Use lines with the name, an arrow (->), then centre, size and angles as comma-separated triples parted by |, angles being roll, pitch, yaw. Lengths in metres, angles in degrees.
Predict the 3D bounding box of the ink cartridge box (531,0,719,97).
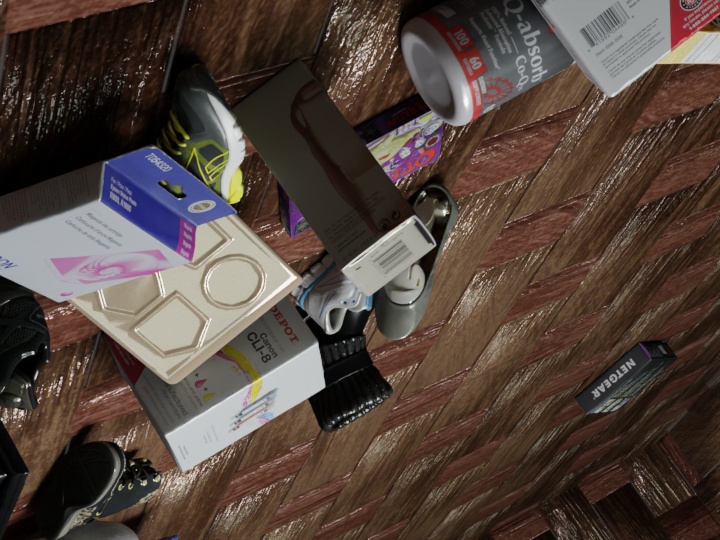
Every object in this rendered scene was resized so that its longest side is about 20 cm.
ink cartridge box -> 0.219, -0.284, 1.278 | 0.144, 0.200, 0.084 | -38, -158, 7

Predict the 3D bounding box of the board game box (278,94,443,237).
board game box -> 0.002, -0.117, 1.540 | 0.200, 0.032, 0.120 | -30, 162, -14

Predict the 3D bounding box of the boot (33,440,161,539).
boot -> -0.317, 0.264, 1.811 | 0.154, 0.074, 0.204 | -15, 155, -47

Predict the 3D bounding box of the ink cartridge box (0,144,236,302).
ink cartridge box -> -0.232, -0.035, 1.262 | 0.200, 0.043, 0.196 | -16, 161, 13

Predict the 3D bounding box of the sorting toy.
sorting toy -> -0.185, 0.009, 1.439 | 0.185, 0.036, 0.200 | -39, 129, 10

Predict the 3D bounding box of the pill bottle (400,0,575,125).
pill bottle -> 0.150, -0.236, 1.385 | 0.200, 0.116, 0.116 | -30, 158, -13

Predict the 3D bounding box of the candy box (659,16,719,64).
candy box -> 0.333, -0.285, 1.549 | 0.200, 0.116, 0.055 | -10, 149, -47

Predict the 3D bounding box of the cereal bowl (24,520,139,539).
cereal bowl -> -0.392, 0.384, 1.883 | 0.200, 0.083, 0.200 | -17, -178, 1

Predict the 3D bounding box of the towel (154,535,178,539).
towel -> -0.382, 0.430, 2.058 | 0.200, 0.024, 0.145 | -19, 178, -38

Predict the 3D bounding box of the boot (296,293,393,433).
boot -> 0.000, 0.090, 1.788 | 0.211, 0.158, 0.079 | -40, 158, 14

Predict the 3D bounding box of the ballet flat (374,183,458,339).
ballet flat -> 0.062, -0.016, 1.695 | 0.064, 0.067, 0.200 | 63, 45, -63

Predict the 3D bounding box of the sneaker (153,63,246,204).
sneaker -> -0.153, -0.106, 1.270 | 0.085, 0.075, 0.200 | -24, 154, -13

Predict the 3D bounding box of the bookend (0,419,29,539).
bookend -> -0.486, 0.263, 1.528 | 0.199, 0.092, 0.200 | -16, 151, -39

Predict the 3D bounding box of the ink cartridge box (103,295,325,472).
ink cartridge box -> -0.160, 0.102, 1.597 | 0.200, 0.145, 0.145 | -31, 158, -13

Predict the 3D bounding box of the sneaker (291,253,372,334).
sneaker -> 0.000, 0.000, 1.701 | 0.075, 0.087, 0.200 | -8, 145, -46

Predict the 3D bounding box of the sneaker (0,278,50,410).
sneaker -> -0.378, 0.102, 1.325 | 0.199, 0.114, 0.076 | -31, 157, -6

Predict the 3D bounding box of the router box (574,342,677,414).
router box -> 0.584, 0.237, 3.094 | 0.200, 0.051, 0.149 | -45, 155, 24

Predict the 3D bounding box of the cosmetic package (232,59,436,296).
cosmetic package -> -0.025, -0.087, 1.326 | 0.087, 0.200, 0.103 | -37, 160, 3
